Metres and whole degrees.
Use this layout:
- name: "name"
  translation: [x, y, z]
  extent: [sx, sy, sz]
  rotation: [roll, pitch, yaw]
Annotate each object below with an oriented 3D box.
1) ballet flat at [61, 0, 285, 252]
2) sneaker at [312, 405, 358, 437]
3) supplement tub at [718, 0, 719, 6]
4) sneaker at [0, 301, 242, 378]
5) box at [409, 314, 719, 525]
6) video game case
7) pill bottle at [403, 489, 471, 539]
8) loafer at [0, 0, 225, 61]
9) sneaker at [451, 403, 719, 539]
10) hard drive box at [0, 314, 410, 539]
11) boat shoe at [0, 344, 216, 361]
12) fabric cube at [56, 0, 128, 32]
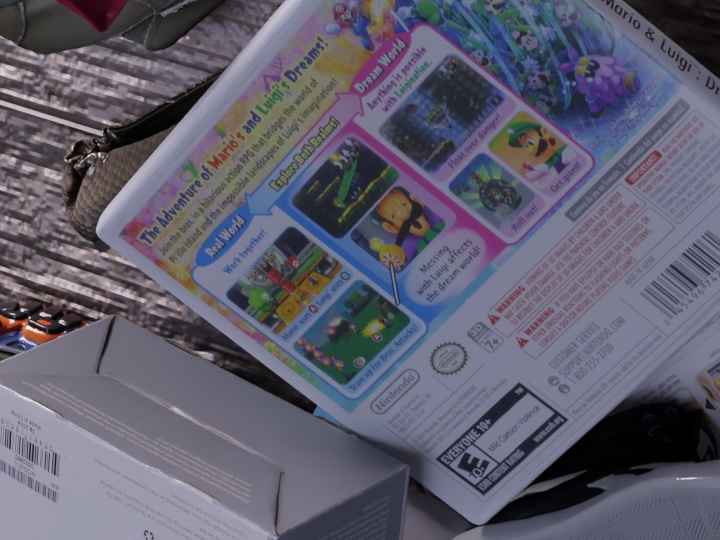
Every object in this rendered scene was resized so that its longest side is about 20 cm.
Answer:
- name: "ballet flat"
  translation: [-0.065, -0.072, 1.205]
  extent: [0.046, 0.067, 0.200]
  rotation: [50, 131, -5]
- name: "sneaker"
  translation: [0.000, 0.000, 1.084]
  extent: [0.130, 0.080, 0.200]
  rotation: [27, 135, -13]
- name: "supplement tub"
  translation: [0.200, -0.085, 0.986]
  extent: [0.140, 0.140, 0.201]
  rotation: [-14, 97, 34]
- name: "sneaker"
  translation: [-0.102, 0.081, 1.280]
  extent: [0.200, 0.075, 0.079]
  rotation: [25, 130, 30]
- name: "box"
  translation: [0.115, 0.057, 1.126]
  extent: [0.200, 0.035, 0.110]
  rotation: [-40, 88, 27]
- name: "video game case"
  translation: [0.033, -0.022, 0.980]
  extent: [0.182, 0.024, 0.200]
  rotation: [38, 125, -9]
- name: "pill bottle"
  translation: [-0.010, 0.173, 1.177]
  extent: [0.111, 0.111, 0.200]
  rotation: [45, 146, 13]
- name: "loafer"
  translation: [-0.082, -0.138, 1.201]
  extent: [0.199, 0.075, 0.070]
  rotation: [-9, 142, 28]
- name: "sneaker"
  translation: [0.124, 0.083, 1.041]
  extent: [0.200, 0.112, 0.073]
  rotation: [-12, 111, 40]
- name: "hard drive box"
  translation: [-0.070, 0.141, 1.075]
  extent: [0.156, 0.077, 0.201]
  rotation: [26, 123, 34]
- name: "boat shoe"
  translation: [-0.103, 0.066, 1.182]
  extent: [0.200, 0.075, 0.062]
  rotation: [12, 113, 38]
- name: "fabric cube"
  translation: [-0.145, -0.245, 1.081]
  extent: [0.199, 0.200, 0.196]
  rotation: [37, 88, 18]
